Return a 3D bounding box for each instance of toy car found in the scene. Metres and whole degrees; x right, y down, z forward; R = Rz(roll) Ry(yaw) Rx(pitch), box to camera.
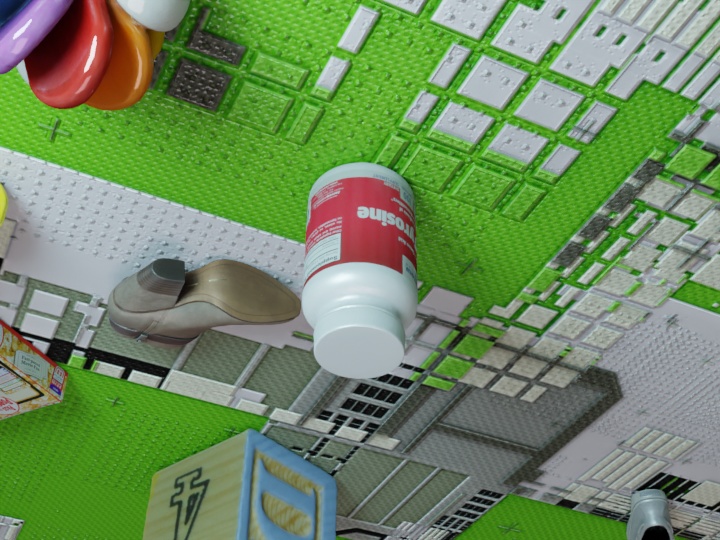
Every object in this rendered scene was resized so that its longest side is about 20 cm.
[{"bbox_3d":[-0.247,-0.204,0.843,0.175,0.150,0.200,-29,131,31],"label":"toy car"}]

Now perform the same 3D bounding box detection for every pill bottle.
[{"bbox_3d":[0.000,0.000,1.041,0.112,0.200,0.112,0,140,0],"label":"pill bottle"}]

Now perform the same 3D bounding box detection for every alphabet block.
[{"bbox_3d":[-0.169,0.369,1.487,0.200,0.197,0.195,-29,130,31],"label":"alphabet block"}]

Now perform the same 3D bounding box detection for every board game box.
[{"bbox_3d":[-0.484,0.113,1.303,0.151,0.046,0.200,-17,136,20],"label":"board game box"}]

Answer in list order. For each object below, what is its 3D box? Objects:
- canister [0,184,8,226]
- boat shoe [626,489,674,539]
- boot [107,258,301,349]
[{"bbox_3d":[-0.475,-0.045,1.088,0.200,0.087,0.148,-32,130,31],"label":"canister"},{"bbox_3d":[0.447,0.406,1.615,0.072,0.069,0.200,-4,139,5],"label":"boat shoe"},{"bbox_3d":[-0.186,0.047,1.214,0.200,0.070,0.146,19,143,-18],"label":"boot"}]
